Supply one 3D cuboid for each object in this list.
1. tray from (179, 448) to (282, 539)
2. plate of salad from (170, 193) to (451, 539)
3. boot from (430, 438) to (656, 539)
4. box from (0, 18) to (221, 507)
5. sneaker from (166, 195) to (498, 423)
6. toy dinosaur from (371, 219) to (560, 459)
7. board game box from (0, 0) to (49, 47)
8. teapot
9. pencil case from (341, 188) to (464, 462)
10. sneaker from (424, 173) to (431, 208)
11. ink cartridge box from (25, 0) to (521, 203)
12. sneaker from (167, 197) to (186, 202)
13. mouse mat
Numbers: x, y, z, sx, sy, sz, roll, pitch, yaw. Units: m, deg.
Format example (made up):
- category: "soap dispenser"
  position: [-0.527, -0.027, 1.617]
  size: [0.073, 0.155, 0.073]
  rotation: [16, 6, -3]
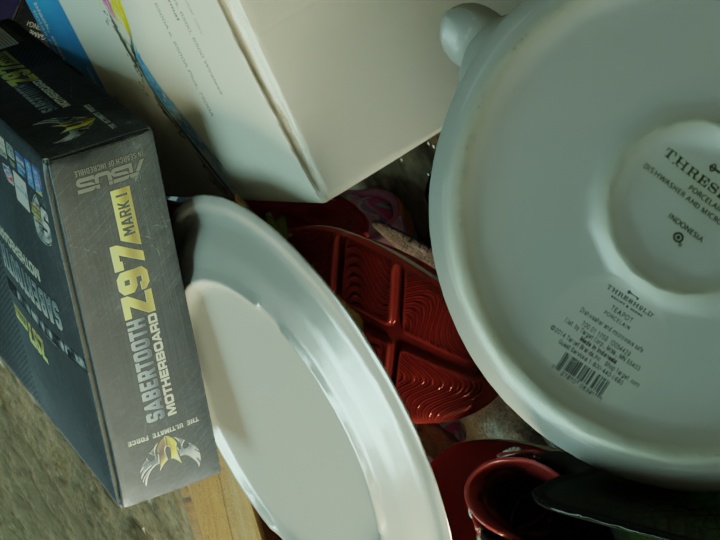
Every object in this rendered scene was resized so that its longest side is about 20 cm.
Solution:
- category: "tray"
  position: [-0.042, 0.102, 1.161]
  size: [0.200, 0.037, 0.099]
  rotation: [-30, -76, -74]
- category: "plate of salad"
  position: [-0.016, 0.056, 0.934]
  size: [0.200, 0.048, 0.201]
  rotation: [44, 151, 32]
- category: "boot"
  position: [0.063, 0.091, 0.885]
  size: [0.144, 0.073, 0.200]
  rotation: [39, 173, -38]
- category: "box"
  position: [-0.129, -0.009, 1.002]
  size: [0.200, 0.051, 0.158]
  rotation: [-141, 37, -59]
- category: "sneaker"
  position: [0.000, 0.000, 1.023]
  size: [0.199, 0.115, 0.079]
  rotation: [23, 116, 28]
- category: "toy dinosaur"
  position: [0.077, 0.059, 1.081]
  size: [0.135, 0.086, 0.201]
  rotation: [-16, 92, 57]
- category: "board game box"
  position: [-0.185, -0.185, 1.179]
  size: [0.057, 0.166, 0.200]
  rotation: [16, -170, -42]
- category: "teapot"
  position: [0.126, -0.018, 0.789]
  size: [0.146, 0.196, 0.201]
  rotation: [1, -102, -74]
- category: "pencil case"
  position: [0.017, 0.059, 1.186]
  size: [0.087, 0.087, 0.201]
  rotation: [19, 137, 56]
- category: "sneaker"
  position: [0.096, 0.022, 0.982]
  size: [0.200, 0.075, 0.080]
  rotation: [45, 137, 49]
- category: "ink cartridge box"
  position: [-0.033, -0.124, 0.961]
  size: [0.200, 0.147, 0.145]
  rotation: [6, 126, 63]
- category: "sneaker"
  position: [-0.076, 0.038, 1.303]
  size: [0.108, 0.070, 0.201]
  rotation: [15, 104, 59]
- category: "mouse mat"
  position: [0.160, 0.083, 0.784]
  size: [0.160, 0.200, 0.008]
  rotation: [13, 97, 22]
